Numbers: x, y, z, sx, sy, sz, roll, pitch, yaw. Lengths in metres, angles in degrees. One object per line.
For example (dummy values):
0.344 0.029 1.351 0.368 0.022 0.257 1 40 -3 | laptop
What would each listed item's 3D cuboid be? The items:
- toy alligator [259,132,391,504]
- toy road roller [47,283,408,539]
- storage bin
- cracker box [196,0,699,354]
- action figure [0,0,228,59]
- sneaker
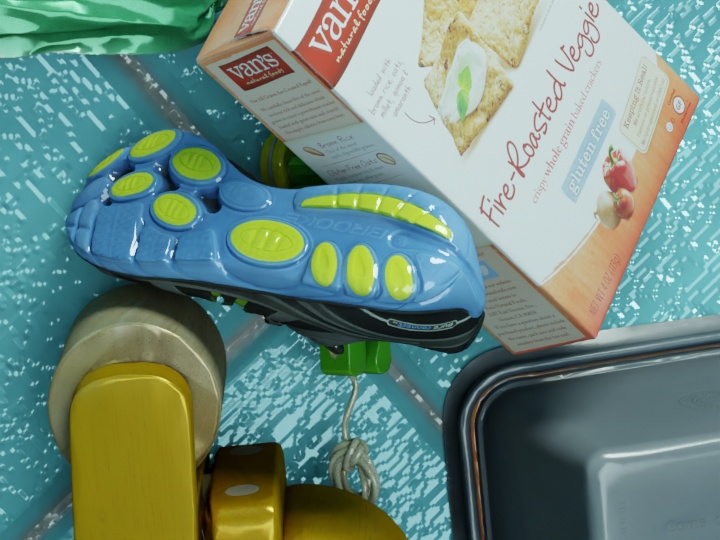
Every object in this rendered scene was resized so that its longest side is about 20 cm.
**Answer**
0.000 0.000 1.217 0.054 0.059 0.201 -21 108 -54 | toy alligator
-0.047 0.107 1.166 0.145 0.123 0.201 -5 102 0 | toy road roller
0.152 0.105 1.230 0.199 0.134 0.147 -7 100 -14 | storage bin
0.041 -0.079 1.170 0.200 0.058 0.134 41 58 -25 | cracker box
-0.131 -0.128 1.158 0.199 0.055 0.119 3 95 -12 | action figure
-0.037 -0.003 1.148 0.071 0.199 0.083 -61 147 -26 | sneaker
